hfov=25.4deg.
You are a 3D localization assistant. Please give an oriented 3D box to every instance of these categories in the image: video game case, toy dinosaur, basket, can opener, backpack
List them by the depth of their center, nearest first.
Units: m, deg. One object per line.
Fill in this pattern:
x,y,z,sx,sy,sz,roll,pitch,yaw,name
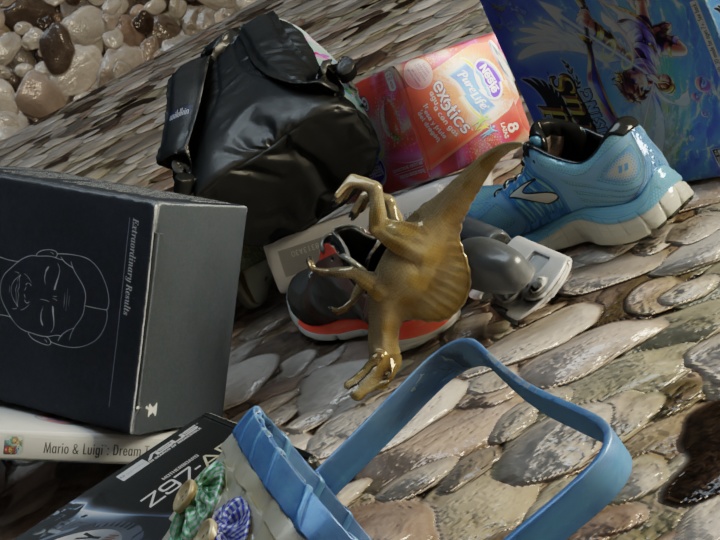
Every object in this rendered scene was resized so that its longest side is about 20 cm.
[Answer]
0.005,0.116,0.664,0.199,0.140,0.176,-39,18,-9,basket
0.031,-0.018,1.004,0.201,0.101,0.058,-62,-18,21,toy dinosaur
0.071,-0.017,1.073,0.053,0.067,0.200,-48,27,-6,can opener
-0.219,0.097,1.096,0.180,0.024,0.200,5,7,-21,video game case
0.183,-0.153,1.108,0.180,0.201,0.045,-7,26,48,video game case
-0.073,-0.113,1.261,0.166,0.127,0.201,-27,34,2,backpack

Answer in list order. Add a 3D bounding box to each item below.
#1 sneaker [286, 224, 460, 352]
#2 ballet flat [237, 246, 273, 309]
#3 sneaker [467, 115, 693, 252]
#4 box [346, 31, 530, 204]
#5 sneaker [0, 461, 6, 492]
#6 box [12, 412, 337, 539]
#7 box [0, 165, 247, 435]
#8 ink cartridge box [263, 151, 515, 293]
0.000,0.000,1.124,0.077,0.083,0.199,-33,18,-24,sneaker
-0.115,0.014,1.286,0.199,0.071,0.070,-32,17,-28,ballet flat
0.137,-0.066,1.105,0.078,0.091,0.199,-38,17,-36,sneaker
0.048,-0.123,1.328,0.102,0.096,0.200,-21,4,-21,box
-0.328,0.145,1.202,0.114,0.081,0.200,-28,9,6,sneaker
-0.126,0.161,0.893,0.199,0.044,0.160,-33,18,-21,box
-0.192,0.014,1.079,0.198,0.150,0.107,11,6,29,box
0.034,-0.040,1.294,0.160,0.051,0.200,-18,1,25,ink cartridge box
